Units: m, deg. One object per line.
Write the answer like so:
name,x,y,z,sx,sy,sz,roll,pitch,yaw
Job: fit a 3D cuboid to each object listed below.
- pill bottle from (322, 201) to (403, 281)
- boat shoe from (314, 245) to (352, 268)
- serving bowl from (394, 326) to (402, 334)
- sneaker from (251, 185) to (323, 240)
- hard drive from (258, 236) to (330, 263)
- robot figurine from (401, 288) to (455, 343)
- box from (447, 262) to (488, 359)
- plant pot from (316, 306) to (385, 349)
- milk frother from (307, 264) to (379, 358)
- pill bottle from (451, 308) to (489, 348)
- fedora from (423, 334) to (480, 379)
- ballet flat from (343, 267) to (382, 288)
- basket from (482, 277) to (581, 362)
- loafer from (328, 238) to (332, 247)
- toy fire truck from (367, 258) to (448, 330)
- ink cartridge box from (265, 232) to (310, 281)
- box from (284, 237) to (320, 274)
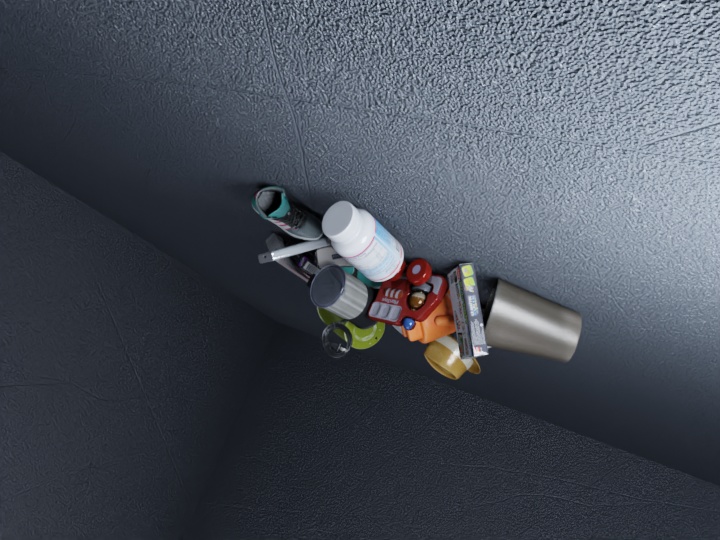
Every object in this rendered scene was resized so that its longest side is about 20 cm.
pill bottle,0.004,-0.064,1.226,0.107,0.111,0.200,12,161,40
boat shoe,-0.020,-0.049,1.475,0.196,0.076,0.092,-2,-169,30
serving bowl,0.125,0.143,1.733,0.200,0.066,0.200,46,-176,-4
sneaker,-0.177,-0.141,1.352,0.197,0.085,0.121,26,176,-3
hard drive,-0.157,-0.058,1.461,0.197,0.027,0.131,-16,-176,-25
robot figurine,0.202,0.120,1.481,0.145,0.196,0.118,104,143,-63
box,0.241,0.095,1.272,0.034,0.205,0.110,-6,169,-7
plant pot,-0.016,0.133,1.686,0.199,0.202,0.193,31,-169,-29
milk frother,-0.062,0.114,1.484,0.178,0.204,0.187,-4,156,38
pill bottle,0.326,0.164,1.556,0.107,0.111,0.200,25,166,-6
fedora,0.249,0.251,1.614,0.199,0.082,0.201,39,164,13
ballet flat,0.000,0.000,1.627,0.197,0.075,0.074,20,166,24
basket,0.380,0.121,1.260,0.196,0.137,0.182,16,139,9
loafer,0.000,-0.035,1.372,0.197,0.074,0.071,27,-161,15
toy fire truck,0.120,0.065,1.408,0.198,0.171,0.112,10,162,44
ink cartridge box,-0.198,-0.010,1.756,0.199,0.045,0.177,37,-163,-42
box,-0.143,-0.019,1.680,0.142,0.036,0.200,35,-176,-31
